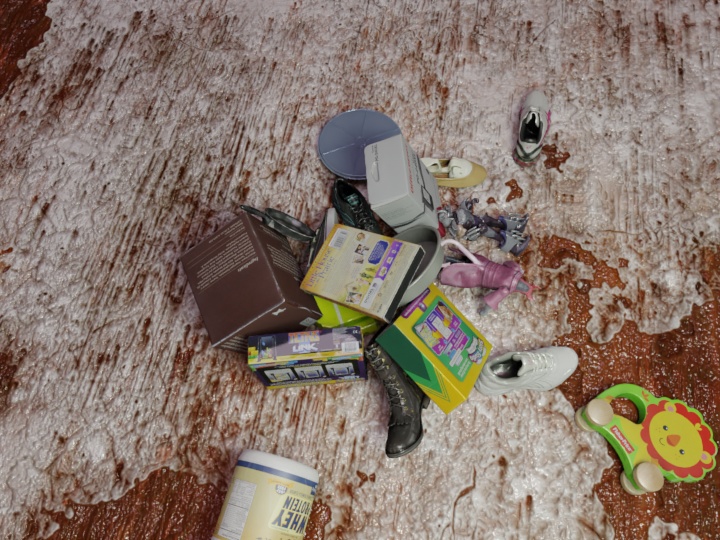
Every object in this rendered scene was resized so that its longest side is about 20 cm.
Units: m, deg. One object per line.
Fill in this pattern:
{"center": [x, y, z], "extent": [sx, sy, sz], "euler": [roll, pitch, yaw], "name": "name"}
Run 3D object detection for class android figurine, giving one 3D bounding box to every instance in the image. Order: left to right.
{"center": [-0.031, 0.052, 1.167], "extent": [0.199, 0.041, 0.183], "euler": [-21, 66, -7], "name": "android figurine"}

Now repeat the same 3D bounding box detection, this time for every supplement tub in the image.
{"center": [-0.161, 0.413, 0.950], "extent": [0.143, 0.145, 0.201], "euler": [12, 67, 9], "name": "supplement tub"}

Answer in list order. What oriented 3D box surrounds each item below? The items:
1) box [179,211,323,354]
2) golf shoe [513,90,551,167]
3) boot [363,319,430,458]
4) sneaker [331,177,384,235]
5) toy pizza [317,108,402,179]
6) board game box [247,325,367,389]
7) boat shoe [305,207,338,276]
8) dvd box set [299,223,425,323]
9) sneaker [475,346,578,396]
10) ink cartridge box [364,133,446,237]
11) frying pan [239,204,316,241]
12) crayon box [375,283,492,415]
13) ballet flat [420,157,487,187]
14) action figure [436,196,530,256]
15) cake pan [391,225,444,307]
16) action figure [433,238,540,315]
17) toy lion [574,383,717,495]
{"center": [-0.206, 0.031, 1.096], "extent": [0.164, 0.166, 0.201], "euler": [-32, 66, 10], "name": "box"}
{"center": [0.394, -0.335, 1.296], "extent": [0.072, 0.092, 0.201], "euler": [10, 65, 9], "name": "golf shoe"}
{"center": [0.051, 0.201, 1.003], "extent": [0.069, 0.175, 0.200], "euler": [-18, 23, 27], "name": "boot"}
{"center": [-0.009, -0.112, 1.222], "extent": [0.075, 0.079, 0.201], "euler": [-29, 68, -10], "name": "sneaker"}
{"center": [0.000, -0.288, 1.328], "extent": [0.199, 0.032, 0.201], "euler": [-1, 64, 2], "name": "toy pizza"}
{"center": [-0.089, 0.162, 1.050], "extent": [0.199, 0.166, 0.057], "euler": [-5, 65, 1], "name": "board game box"}
{"center": [-0.080, -0.058, 1.183], "extent": [0.063, 0.071, 0.201], "euler": [-4, 42, 7], "name": "boat shoe"}
{"center": [0.000, 0.000, 1.037], "extent": [0.199, 0.029, 0.147], "euler": [16, 71, 36], "name": "dvd box set"}
{"center": [0.311, 0.180, 1.057], "extent": [0.199, 0.100, 0.078], "euler": [-14, 65, -4], "name": "sneaker"}
{"center": [0.092, -0.157, 1.162], "extent": [0.083, 0.200, 0.146], "euler": [-16, 63, 23], "name": "ink cartridge box"}
{"center": [-0.149, -0.085, 1.097], "extent": [0.115, 0.190, 0.031], "euler": [32, 103, 9], "name": "frying pan"}
{"center": [0.138, 0.131, 1.028], "extent": [0.173, 0.058, 0.200], "euler": [47, 32, 3], "name": "crayon box"}
{"center": [0.183, -0.220, 1.269], "extent": [0.198, 0.063, 0.069], "euler": [-2, 64, 2], "name": "ballet flat"}
{"center": [0.247, -0.097, 1.182], "extent": [0.199, 0.070, 0.131], "euler": [12, 47, -12], "name": "action figure"}
{"center": [0.076, -0.002, 1.087], "extent": [0.037, 0.200, 0.201], "euler": [47, 70, -25], "name": "cake pan"}
{"center": [0.254, 0.001, 1.125], "extent": [0.199, 0.149, 0.134], "euler": [17, 60, 25], "name": "action figure"}
{"center": [0.518, 0.288, 1.023], "extent": [0.191, 0.069, 0.200], "euler": [-27, 66, -17], "name": "toy lion"}
